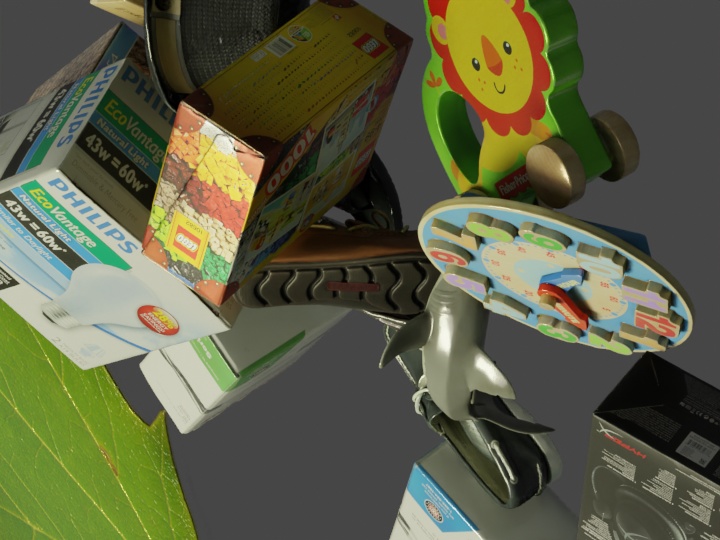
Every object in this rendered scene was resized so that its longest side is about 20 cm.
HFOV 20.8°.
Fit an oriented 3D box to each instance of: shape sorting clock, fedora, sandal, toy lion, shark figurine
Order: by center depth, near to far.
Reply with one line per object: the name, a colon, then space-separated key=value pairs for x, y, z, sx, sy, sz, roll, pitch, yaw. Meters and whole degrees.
toy lion: x=0.096 y=-0.126 z=1.339 sx=0.192 sy=0.068 sz=0.200 roll=63 pitch=154 yaw=3
shape sorting clock: x=0.132 y=0.007 z=1.340 sx=0.199 sy=0.039 sz=0.200 roll=17 pitch=159 yaw=7
fedora: x=-0.091 y=-0.211 z=1.472 sx=0.091 sy=0.201 sz=0.201 roll=8 pitch=134 yaw=16
shark figurine: x=0.090 y=0.081 z=1.485 sx=0.089 sy=0.128 sz=0.215 roll=27 pitch=149 yaw=31
sandal: x=-0.032 y=-0.103 z=1.581 sx=0.201 sy=0.048 sz=0.075 roll=60 pitch=154 yaw=-10

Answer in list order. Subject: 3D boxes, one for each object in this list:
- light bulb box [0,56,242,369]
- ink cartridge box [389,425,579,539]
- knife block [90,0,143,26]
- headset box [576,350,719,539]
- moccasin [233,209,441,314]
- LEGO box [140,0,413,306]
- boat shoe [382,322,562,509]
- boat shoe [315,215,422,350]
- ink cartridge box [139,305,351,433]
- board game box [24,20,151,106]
light bulb box: x=-0.203 y=-0.039 z=1.570 sx=0.200 sy=0.125 sz=0.198 roll=-17 pitch=128 yaw=46
ink cartridge box: x=0.105 y=0.244 z=1.692 sx=0.146 sy=0.086 sz=0.200 roll=47 pitch=153 yaw=20
knife block: x=-0.121 y=-0.233 z=1.593 sx=0.064 sy=0.175 sz=0.201 roll=9 pitch=82 yaw=55
headset box: x=0.235 y=0.175 z=1.385 sx=0.148 sy=0.077 sz=0.200 roll=29 pitch=145 yaw=25
moccasin: x=-0.002 y=-0.009 z=1.513 sx=0.074 sy=0.200 sz=0.078 roll=85 pitch=-178 yaw=-47
LEGO box: x=-0.060 y=-0.092 z=1.430 sx=0.077 sy=0.200 sz=0.149 roll=33 pitch=135 yaw=14
boat shoe: x=0.080 y=0.108 z=1.612 sx=0.200 sy=0.060 sz=0.076 roll=45 pitch=149 yaw=21
boat shoe: x=0.000 y=0.000 z=1.593 sx=0.200 sy=0.067 sz=0.057 roll=30 pitch=166 yaw=18
ink cartridge box: x=-0.103 y=0.057 z=1.768 sx=0.084 sy=0.146 sz=0.200 roll=55 pitch=153 yaw=4
board game box: x=-0.188 y=-0.090 z=1.691 sx=0.200 sy=0.097 sz=0.159 roll=40 pitch=143 yaw=-20
